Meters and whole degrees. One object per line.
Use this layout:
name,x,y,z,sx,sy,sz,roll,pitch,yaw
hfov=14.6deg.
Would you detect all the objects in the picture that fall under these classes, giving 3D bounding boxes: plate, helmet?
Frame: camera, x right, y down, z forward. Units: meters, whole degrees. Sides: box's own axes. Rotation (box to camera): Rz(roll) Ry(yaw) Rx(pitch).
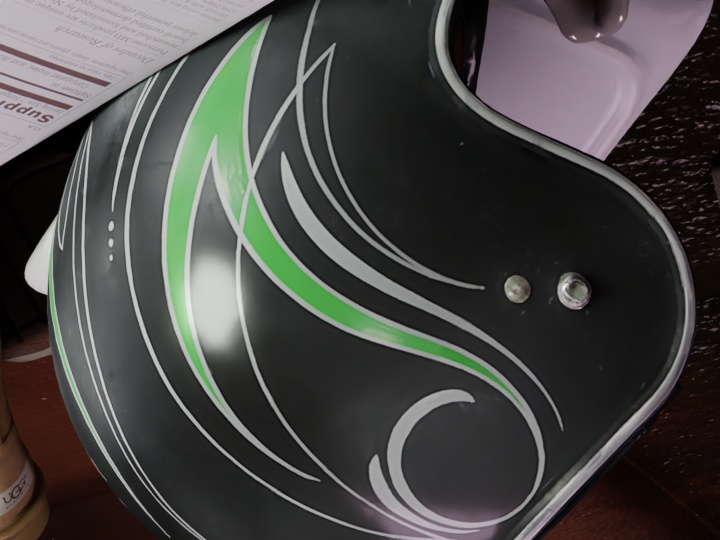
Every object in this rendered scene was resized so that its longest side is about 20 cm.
plate,0.011,-0.041,0.981,0.199,0.032,0.200,16,120,-41
helmet,0.000,0.000,0.845,0.200,0.191,0.200,-46,173,-7

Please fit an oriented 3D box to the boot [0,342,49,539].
boot,-0.194,0.007,1.056,0.174,0.066,0.201,21,143,22

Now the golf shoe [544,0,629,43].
golf shoe,0.056,-0.146,0.808,0.077,0.089,0.200,-13,153,11

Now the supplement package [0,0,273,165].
supplement package,-0.119,-0.107,0.796,0.199,0.114,0.109,-26,149,35

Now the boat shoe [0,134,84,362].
boat shoe,-0.075,-0.023,1.048,0.076,0.072,0.200,-1,156,-42

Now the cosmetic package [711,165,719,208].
cosmetic package,0.256,-0.026,1.143,0.199,0.074,0.103,-20,153,20
